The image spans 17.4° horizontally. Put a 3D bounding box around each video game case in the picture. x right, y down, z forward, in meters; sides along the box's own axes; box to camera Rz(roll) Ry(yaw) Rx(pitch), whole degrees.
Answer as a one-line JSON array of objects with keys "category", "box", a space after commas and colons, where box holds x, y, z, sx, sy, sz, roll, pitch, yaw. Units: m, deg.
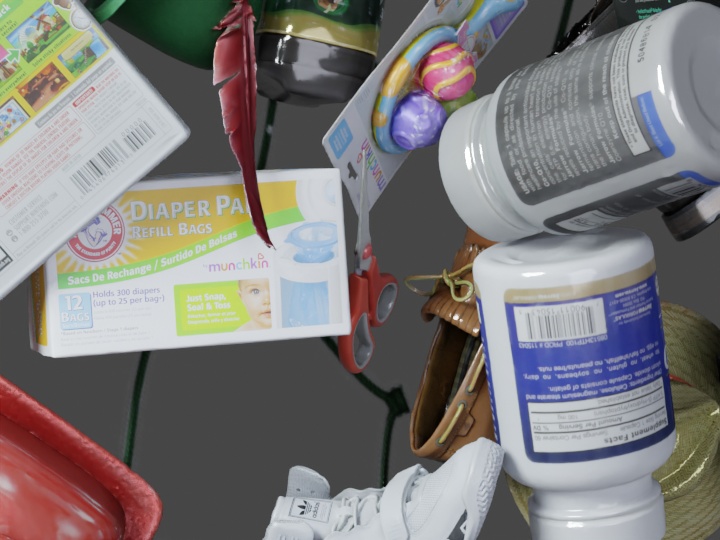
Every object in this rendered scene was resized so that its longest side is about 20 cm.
[{"category": "video game case", "box": [-0.236, -0.088, 1.430, 0.200, 0.023, 0.182, -40, 100, 7]}]

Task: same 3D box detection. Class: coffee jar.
[{"category": "coffee jar", "box": [-0.022, -0.208, 1.553, 0.085, 0.104, 0.201, 11, 89, -14]}]

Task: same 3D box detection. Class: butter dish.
[{"category": "butter dish", "box": [-0.239, 0.180, 1.482, 0.199, 0.148, 0.200, 37, 82, -14]}]

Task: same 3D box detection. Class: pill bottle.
[{"category": "pill bottle", "box": [0.151, -0.087, 1.481, 0.113, 0.200, 0.114, 17, 65, -41]}, {"category": "pill bottle", "box": [0.144, 0.081, 1.537, 0.119, 0.120, 0.201, -12, 103, -15]}]

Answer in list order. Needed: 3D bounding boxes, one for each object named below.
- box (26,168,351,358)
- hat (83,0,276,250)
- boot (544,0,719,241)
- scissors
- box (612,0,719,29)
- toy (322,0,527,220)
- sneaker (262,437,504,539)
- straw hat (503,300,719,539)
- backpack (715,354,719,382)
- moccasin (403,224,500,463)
[{"category": "box", "box": [-0.116, -0.007, 1.533, 0.199, 0.101, 0.113, -5, 93, -15]}, {"category": "hat", "box": [-0.071, -0.156, 1.512, 0.176, 0.166, 0.200, 40, 89, -15]}, {"category": "boot", "box": [0.232, -0.138, 1.646, 0.200, 0.069, 0.174, -41, 96, -15]}, {"category": "scissors", "box": [0.000, 0.000, 1.534, 0.014, 0.200, 0.073, 24, 66, 17]}, {"category": "box", "box": [0.248, -0.220, 1.551, 0.148, 0.124, 0.201, -15, 98, -16]}, {"category": "toy", "box": [0.059, -0.129, 1.565, 0.047, 0.115, 0.200, 27, 73, 25]}, {"category": "sneaker", "box": [0.007, 0.165, 1.549, 0.115, 0.075, 0.200, 30, 127, -7]}, {"category": "straw hat", "box": [0.206, 0.120, 1.635, 0.200, 0.085, 0.202, 0, 91, -15]}, {"category": "backpack", "box": [0.363, 0.070, 1.634, 0.200, 0.150, 0.178, -25, 106, -46]}, {"category": "moccasin", "box": [0.073, 0.031, 1.604, 0.077, 0.074, 0.202, 10, 98, -32]}]
